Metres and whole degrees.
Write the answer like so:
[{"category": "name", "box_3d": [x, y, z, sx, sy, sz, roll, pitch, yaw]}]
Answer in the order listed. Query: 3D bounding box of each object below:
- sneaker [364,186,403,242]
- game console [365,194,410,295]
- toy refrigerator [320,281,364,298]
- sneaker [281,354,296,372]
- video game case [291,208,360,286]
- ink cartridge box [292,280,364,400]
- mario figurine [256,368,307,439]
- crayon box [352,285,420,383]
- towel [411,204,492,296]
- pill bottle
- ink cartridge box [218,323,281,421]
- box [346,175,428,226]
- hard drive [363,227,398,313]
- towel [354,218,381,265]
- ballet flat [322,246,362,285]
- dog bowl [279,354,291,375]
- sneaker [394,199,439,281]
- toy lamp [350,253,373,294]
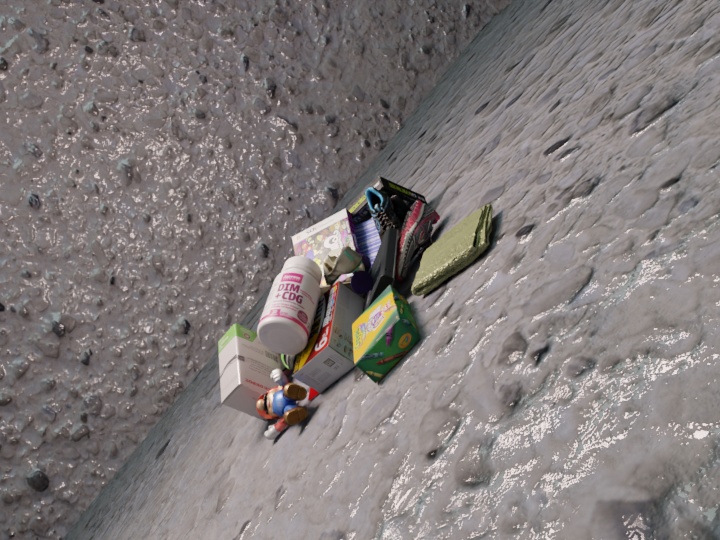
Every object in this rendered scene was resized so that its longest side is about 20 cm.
[{"category": "sneaker", "box_3d": [0.059, -0.119, 1.508, 0.073, 0.082, 0.202, -34, 54, 13]}, {"category": "game console", "box_3d": [0.055, -0.068, 1.578, 0.200, 0.178, 0.116, -42, -16, 26]}, {"category": "toy refrigerator", "box_3d": [-0.090, 0.073, 1.493, 0.195, 0.072, 0.076, -7, 2, -7]}, {"category": "sneaker", "box_3d": [-0.106, 0.182, 1.525, 0.199, 0.077, 0.084, -42, 47, 4]}, {"category": "video game case", "box_3d": [-0.087, -0.038, 1.603, 0.178, 0.036, 0.204, -25, 59, 20]}, {"category": "ink cartridge box", "box_3d": [-0.081, 0.157, 1.358, 0.175, 0.083, 0.202, -42, 25, 32]}, {"category": "mario figurine", "box_3d": [-0.185, 0.294, 1.332, 0.125, 0.105, 0.199, -57, 13, -24]}, {"category": "crayon box", "box_3d": [0.044, 0.115, 1.168, 0.119, 0.058, 0.200, -47, 12, 10]}, {"category": "towel", "box_3d": [0.181, -0.037, 1.196, 0.199, 0.036, 0.149, -39, 16, 39]}, {"category": "pill bottle", "box_3d": [-0.150, 0.073, 1.355, 0.113, 0.112, 0.203, -38, 27, 40]}, {"category": "ink cartridge box", "box_3d": [-0.272, 0.253, 1.524, 0.084, 0.144, 0.202, -43, 37, 21]}, {"category": "box", "box_3d": [0.056, -0.156, 1.690, 0.199, 0.191, 0.048, -41, 50, 31]}, {"category": "hard drive", "box_3d": [0.046, 0.011, 1.382, 0.202, 0.032, 0.142, -81, 10, -56]}, {"category": "towel", "box_3d": [0.016, -0.042, 1.578, 0.143, 0.024, 0.205, -18, 59, 43]}, {"category": "ballet flat", "box_3d": [-0.053, -0.016, 1.384, 0.068, 0.063, 0.200, -53, 9, -21]}, {"category": "dog bowl", "box_3d": [-0.200, 0.215, 1.718, 0.200, 0.074, 0.201, -47, 13, 14]}, {"category": "sneaker", "box_3d": [0.126, -0.067, 1.419, 0.203, 0.073, 0.081, -67, 7, -18]}, {"category": "toy lamp", "box_3d": [0.000, 0.000, 1.420, 0.058, 0.058, 0.200, -46, 10, 8]}]
